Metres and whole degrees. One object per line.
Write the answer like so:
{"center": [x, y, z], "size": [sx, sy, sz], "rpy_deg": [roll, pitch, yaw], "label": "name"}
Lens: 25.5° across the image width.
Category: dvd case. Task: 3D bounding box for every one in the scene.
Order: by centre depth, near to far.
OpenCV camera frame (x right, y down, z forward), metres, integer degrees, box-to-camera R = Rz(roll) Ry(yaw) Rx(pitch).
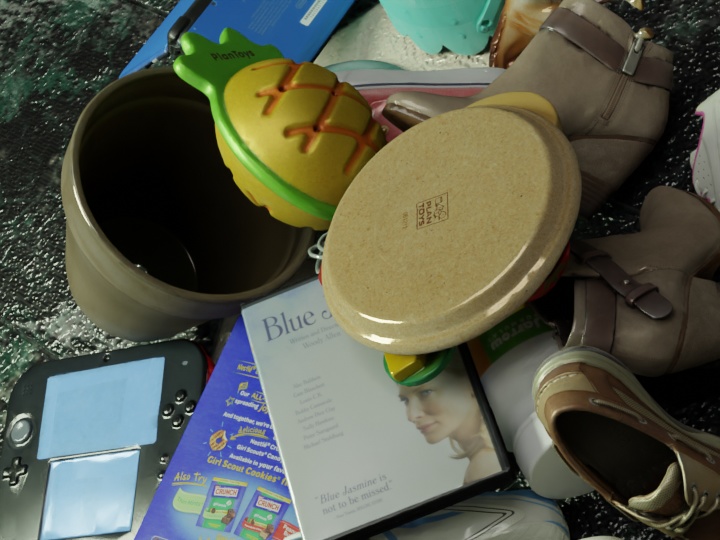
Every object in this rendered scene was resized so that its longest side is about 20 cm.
{"center": [0.007, 0.078, 1.058], "size": [0.142, 0.018, 0.201], "rpy_deg": [-22, 54, 5], "label": "dvd case"}

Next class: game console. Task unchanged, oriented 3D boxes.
{"center": [-0.210, 0.148, 1.285], "size": [0.199, 0.031, 0.178], "rpy_deg": [-11, 56, 25], "label": "game console"}
{"center": [-0.099, -0.230, 1.444], "size": [0.170, 0.119, 0.200], "rpy_deg": [28, 60, 8], "label": "game console"}

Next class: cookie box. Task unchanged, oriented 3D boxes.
{"center": [-0.048, 0.147, 1.159], "size": [0.170, 0.075, 0.201], "rpy_deg": [11, 68, 35], "label": "cookie box"}

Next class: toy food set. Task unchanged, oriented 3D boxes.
{"center": [0.057, -0.027, 1.046], "size": [0.197, 0.049, 0.201], "rpy_deg": [-31, 44, 14], "label": "toy food set"}

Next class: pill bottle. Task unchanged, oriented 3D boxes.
{"center": [0.115, 0.054, 1.099], "size": [0.111, 0.111, 0.201], "rpy_deg": [-32, 50, 9], "label": "pill bottle"}

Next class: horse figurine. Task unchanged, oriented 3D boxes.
{"center": [0.149, -0.234, 1.231], "size": [0.132, 0.201, 0.050], "rpy_deg": [-3, 37, 21], "label": "horse figurine"}

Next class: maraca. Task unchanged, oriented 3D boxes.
{"center": [-0.056, -0.109, 1.177], "size": [0.200, 0.137, 0.107], "rpy_deg": [49, 123, 18], "label": "maraca"}

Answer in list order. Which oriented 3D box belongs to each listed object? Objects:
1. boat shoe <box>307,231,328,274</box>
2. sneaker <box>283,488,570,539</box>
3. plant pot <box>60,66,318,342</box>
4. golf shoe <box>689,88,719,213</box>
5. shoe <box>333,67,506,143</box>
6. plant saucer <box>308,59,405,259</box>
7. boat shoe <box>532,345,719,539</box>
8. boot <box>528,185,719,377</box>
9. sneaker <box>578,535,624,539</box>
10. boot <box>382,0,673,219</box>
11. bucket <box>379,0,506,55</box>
{"center": [0.000, 0.000, 1.181], "size": [0.074, 0.062, 0.200], "rpy_deg": [3, 28, 8], "label": "boat shoe"}
{"center": [0.040, 0.185, 1.060], "size": [0.199, 0.072, 0.073], "rpy_deg": [-6, 21, -5], "label": "sneaker"}
{"center": [-0.155, -0.032, 1.255], "size": [0.174, 0.199, 0.201], "rpy_deg": [135, 147, -53], "label": "plant pot"}
{"center": [0.275, -0.053, 1.112], "size": [0.091, 0.075, 0.201], "rpy_deg": [-21, 50, 44], "label": "golf shoe"}
{"center": [0.033, -0.103, 1.246], "size": [0.199, 0.072, 0.091], "rpy_deg": [-5, 60, 0], "label": "shoe"}
{"center": [-0.035, -0.105, 1.338], "size": [0.200, 0.039, 0.202], "rpy_deg": [-15, 53, 22], "label": "plant saucer"}
{"center": [0.184, 0.130, 0.970], "size": [0.076, 0.200, 0.072], "rpy_deg": [-52, 8, 24], "label": "boat shoe"}
{"center": [0.175, -0.002, 1.064], "size": [0.145, 0.071, 0.200], "rpy_deg": [3, 30, -16], "label": "boot"}
{"center": [0.104, 0.252, 1.007], "size": [0.200, 0.075, 0.085], "rpy_deg": [-41, 47, 14], "label": "sneaker"}
{"center": [0.132, -0.136, 1.173], "size": [0.147, 0.199, 0.070], "rpy_deg": [-66, 14, -6], "label": "boot"}
{"center": [0.078, -0.301, 1.332], "size": [0.206, 0.135, 0.208], "rpy_deg": [-15, 54, 22], "label": "bucket"}
